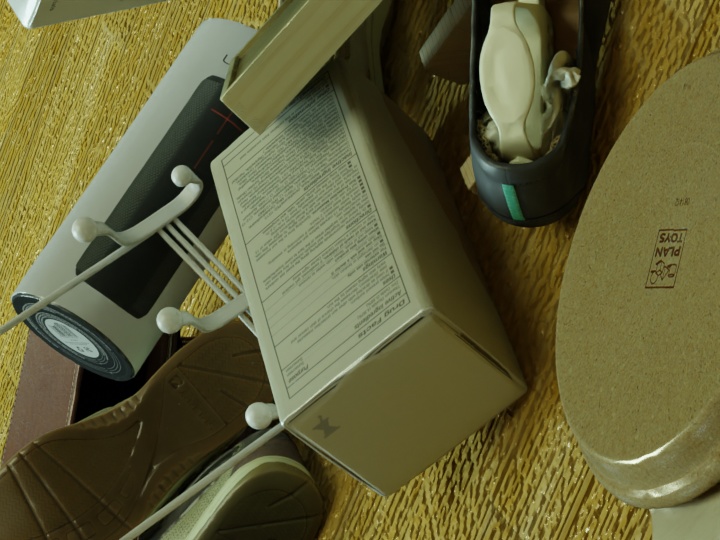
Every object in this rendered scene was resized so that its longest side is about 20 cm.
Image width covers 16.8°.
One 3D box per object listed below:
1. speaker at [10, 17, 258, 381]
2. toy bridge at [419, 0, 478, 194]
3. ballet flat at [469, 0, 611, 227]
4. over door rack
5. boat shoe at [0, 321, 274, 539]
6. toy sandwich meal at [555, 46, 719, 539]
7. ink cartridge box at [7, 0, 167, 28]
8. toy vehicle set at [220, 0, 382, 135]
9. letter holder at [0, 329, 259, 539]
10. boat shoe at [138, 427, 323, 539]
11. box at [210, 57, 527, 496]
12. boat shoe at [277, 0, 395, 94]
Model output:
[{"bbox_3d":[-0.106,-0.042,1.348,0.200,0.081,0.081,-57,20,-21],"label":"speaker"},{"bbox_3d":[0.057,-0.123,1.202,0.067,0.027,0.200,-55,32,32],"label":"toy bridge"},{"bbox_3d":[0.078,-0.120,1.104,0.073,0.073,0.200,-26,55,58],"label":"ballet flat"},{"bbox_3d":[-0.115,0.052,1.226,0.148,0.200,0.067,46,163,18],"label":"over door rack"},{"bbox_3d":[-0.123,0.104,1.311,0.073,0.200,0.063,56,178,10],"label":"boat shoe"},{"bbox_3d":[0.145,0.009,0.917,0.205,0.070,0.205,-50,31,45],"label":"toy sandwich meal"},{"bbox_3d":[-0.107,-0.215,1.235,0.145,0.200,0.083,56,141,23],"label":"ink cartridge box"},{"bbox_3d":[0.008,-0.158,1.195,0.200,0.027,0.124,-47,10,10],"label":"toy vehicle set"},{"bbox_3d":[-0.134,0.124,1.377,0.142,0.100,0.200,-5,72,61],"label":"letter holder"},{"bbox_3d":[-0.091,0.166,1.297,0.201,0.072,0.066,-50,20,20],"label":"boat shoe"},{"bbox_3d":[0.000,0.000,1.164,0.095,0.078,0.200,-37,39,18],"label":"box"},{"bbox_3d":[-0.026,-0.103,1.314,0.074,0.066,0.200,-29,51,57],"label":"boat shoe"}]
